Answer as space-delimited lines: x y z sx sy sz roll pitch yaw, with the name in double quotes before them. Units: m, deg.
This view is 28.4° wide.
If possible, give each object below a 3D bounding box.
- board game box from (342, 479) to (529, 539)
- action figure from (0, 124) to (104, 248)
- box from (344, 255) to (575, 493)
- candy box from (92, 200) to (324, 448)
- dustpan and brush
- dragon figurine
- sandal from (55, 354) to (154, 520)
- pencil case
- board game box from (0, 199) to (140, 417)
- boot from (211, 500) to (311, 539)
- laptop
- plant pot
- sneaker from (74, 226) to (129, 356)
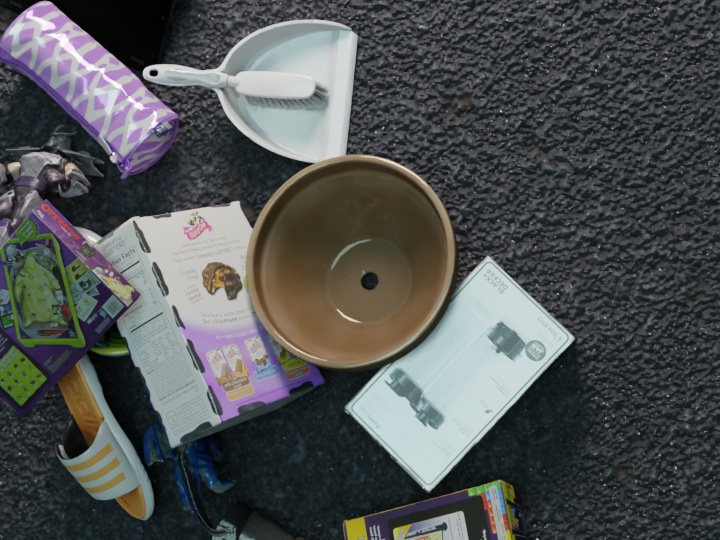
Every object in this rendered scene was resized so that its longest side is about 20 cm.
"board game box" 0.080 0.310 1.291 0.165 0.057 0.201 -18 66 21
"action figure" -0.330 -0.068 1.385 0.130 0.069 0.201 -1 51 34
"box" 0.094 0.098 1.343 0.117 0.060 0.200 43 93 9
"candy box" -0.143 0.045 1.325 0.071 0.168 0.201 -30 81 31
"dustpan and brush" -0.110 -0.182 1.392 0.199 0.057 0.140 5 88 9
"dragon figurine" -0.167 0.169 1.342 0.059 0.200 0.100 -26 121 9
"sandal" -0.269 0.157 1.364 0.059 0.079 0.207 -32 104 -35
"pencil case" -0.269 -0.176 1.404 0.200 0.084 0.085 42 63 10
"board game box" -0.296 0.038 1.290 0.120 0.032 0.200 43 126 -8
"boot" -0.107 0.334 1.360 0.131 0.070 0.201 27 95 4
"laptop" -0.242 -0.336 1.448 0.187 0.116 0.201 26 119 10
"plant pot" 0.000 0.000 1.338 0.200 0.093 0.202 -4 76 14
"sneaker" -0.269 0.018 1.366 0.199 0.131 0.080 19 106 10
